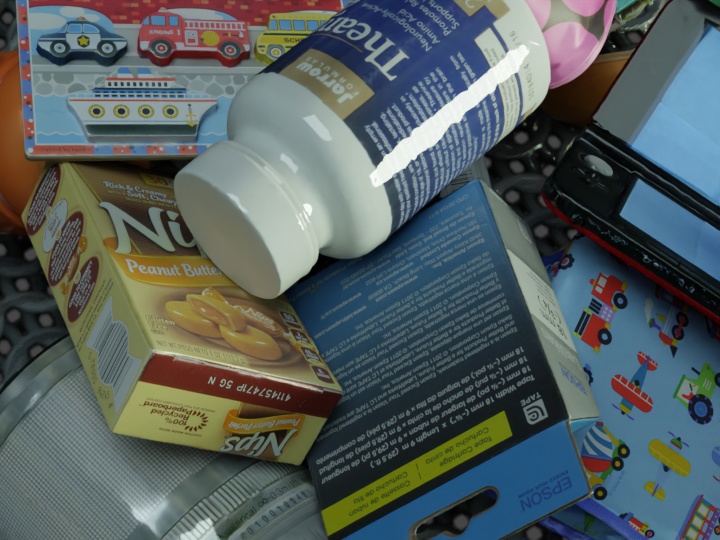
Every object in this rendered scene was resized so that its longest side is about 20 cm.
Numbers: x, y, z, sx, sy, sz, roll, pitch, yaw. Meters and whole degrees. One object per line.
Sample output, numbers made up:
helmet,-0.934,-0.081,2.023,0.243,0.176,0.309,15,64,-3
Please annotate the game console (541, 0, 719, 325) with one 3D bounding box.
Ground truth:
game console,0.225,-0.051,0.910,0.199,0.172,0.119,33,113,5

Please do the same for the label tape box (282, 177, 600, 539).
label tape box,0.043,0.072,0.836,0.144,0.063,0.201,-30,51,18

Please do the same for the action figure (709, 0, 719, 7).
action figure,0.310,-0.191,1.040,0.118,0.055,0.200,35,48,14

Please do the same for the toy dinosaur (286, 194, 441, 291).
toy dinosaur,0.000,0.000,0.970,0.136,0.102,0.200,-40,89,2

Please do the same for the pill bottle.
pill bottle,0.000,-0.078,0.855,0.111,0.111,0.200,40,65,20

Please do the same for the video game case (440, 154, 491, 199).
video game case,0.004,0.006,1.014,0.181,0.024,0.201,-11,66,0

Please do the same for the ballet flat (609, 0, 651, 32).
ballet flat,0.106,-0.160,1.036,0.199,0.064,0.076,-24,78,11

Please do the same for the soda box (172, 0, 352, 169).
soda box,-0.038,-0.132,1.009,0.199,0.064,0.069,-24,58,11

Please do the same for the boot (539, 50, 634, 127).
boot,0.204,-0.059,1.005,0.200,0.071,0.145,3,71,10

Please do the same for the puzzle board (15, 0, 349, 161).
puzzle board,-0.097,-0.133,0.925,0.199,0.017,0.152,-2,62,-15

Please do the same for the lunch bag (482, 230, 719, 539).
lunch bag,0.171,0.091,0.925,0.199,0.094,0.151,31,69,-3

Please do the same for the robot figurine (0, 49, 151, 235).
robot figurine,-0.207,-0.079,0.994,0.199,0.116,0.145,3,102,45

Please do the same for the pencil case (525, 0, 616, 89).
pencil case,0.068,-0.202,0.934,0.090,0.200,0.094,-19,34,43

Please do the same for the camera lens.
camera lens,-0.113,0.136,0.886,0.200,0.160,0.160,41,74,20

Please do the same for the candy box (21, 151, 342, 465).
candy box,-0.101,0.015,0.861,0.055,0.115,0.200,-59,38,21
